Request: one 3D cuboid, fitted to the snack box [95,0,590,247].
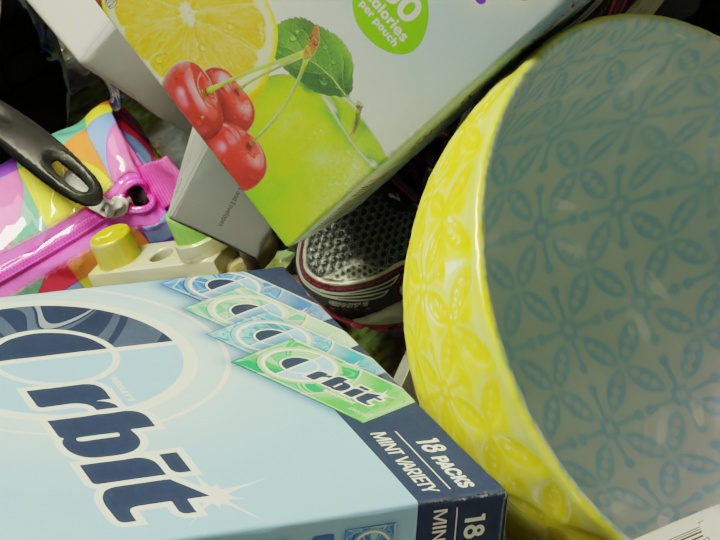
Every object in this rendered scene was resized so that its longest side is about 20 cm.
[{"bbox_3d":[0.007,-0.123,0.852,0.200,0.142,0.053,-40,-3,31],"label":"snack box"}]

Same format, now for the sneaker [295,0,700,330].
[{"bbox_3d":[0.038,-0.069,0.931,0.081,0.075,0.200,43,103,34],"label":"sneaker"}]

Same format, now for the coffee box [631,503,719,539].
[{"bbox_3d":[0.042,0.165,0.791,0.199,0.114,0.080,-25,42,10],"label":"coffee box"}]

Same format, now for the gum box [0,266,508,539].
[{"bbox_3d":[-0.083,0.060,0.812,0.199,0.045,0.170,-7,25,-24],"label":"gum box"}]

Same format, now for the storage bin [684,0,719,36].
[{"bbox_3d":[0.133,-0.119,1.026,0.200,0.135,0.094,10,53,40],"label":"storage bin"}]

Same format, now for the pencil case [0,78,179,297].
[{"bbox_3d":[-0.160,0.004,1.126,0.200,0.088,0.088,-32,38,3],"label":"pencil case"}]

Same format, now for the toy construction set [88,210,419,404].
[{"bbox_3d":[0.000,0.000,1.019,0.131,0.092,0.200,-34,40,-27],"label":"toy construction set"}]

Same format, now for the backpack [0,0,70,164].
[{"bbox_3d":[-0.232,-0.072,1.211,0.199,0.164,0.154,-23,23,0],"label":"backpack"}]

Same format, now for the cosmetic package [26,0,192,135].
[{"bbox_3d":[-0.110,-0.144,1.156,0.071,0.101,0.200,-49,48,9],"label":"cosmetic package"}]

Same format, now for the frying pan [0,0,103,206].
[{"bbox_3d":[-0.174,-0.095,1.123,0.189,0.031,0.115,20,58,7],"label":"frying pan"}]

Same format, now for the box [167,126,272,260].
[{"bbox_3d":[-0.004,-0.124,0.978,0.200,0.041,0.156,-59,11,27],"label":"box"}]

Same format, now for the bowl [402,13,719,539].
[{"bbox_3d":[0.080,0.026,0.882,0.108,0.200,0.200,-27,31,46],"label":"bowl"}]
